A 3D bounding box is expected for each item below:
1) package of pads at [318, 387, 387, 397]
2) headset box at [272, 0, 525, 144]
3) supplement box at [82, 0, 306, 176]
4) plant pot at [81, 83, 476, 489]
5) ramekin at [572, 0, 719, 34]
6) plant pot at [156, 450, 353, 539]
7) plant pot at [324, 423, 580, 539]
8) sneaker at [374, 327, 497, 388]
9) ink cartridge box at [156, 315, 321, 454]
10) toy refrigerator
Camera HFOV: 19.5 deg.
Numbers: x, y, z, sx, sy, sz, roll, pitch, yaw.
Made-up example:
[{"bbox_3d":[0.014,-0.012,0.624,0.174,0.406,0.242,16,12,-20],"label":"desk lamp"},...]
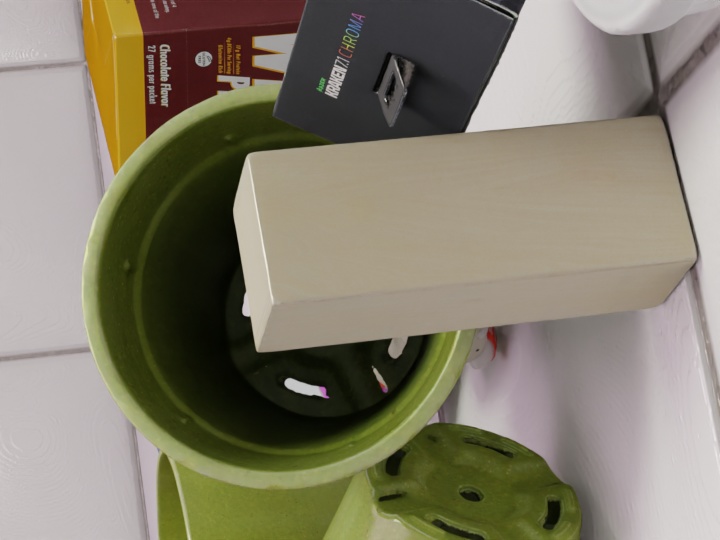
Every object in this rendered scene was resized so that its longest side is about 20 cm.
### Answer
[{"bbox_3d":[0.000,0.000,1.433,0.200,0.068,0.155,-117,30,-44],"label":"package of pads"},{"bbox_3d":[0.041,-0.160,0.977,0.174,0.093,0.200,114,179,-64],"label":"headset box"},{"bbox_3d":[-0.092,-0.173,1.525,0.198,0.199,0.133,-111,19,-49],"label":"supplement box"},{"bbox_3d":[-0.029,0.017,1.122,0.190,0.199,0.201,42,-140,-80],"label":"plant pot"},{"bbox_3d":[0.130,-0.190,0.764,0.202,0.094,0.203,174,90,-78],"label":"ramekin"},{"bbox_3d":[-0.022,0.197,1.380,0.187,0.199,0.188,174,90,-78],"label":"plant pot"},{"bbox_3d":[0.038,0.194,1.166,0.200,0.199,0.191,-115,34,-56],"label":"plant pot"},{"bbox_3d":[0.057,0.008,1.266,0.200,0.093,0.070,-47,25,39],"label":"sneaker"},{"bbox_3d":[-0.070,0.090,1.572,0.043,0.200,0.196,60,178,-26],"label":"ink cartridge box"},{"bbox_3d":[0.046,-0.016,0.977,0.070,0.199,0.076,112,149,-66],"label":"toy refrigerator"}]
